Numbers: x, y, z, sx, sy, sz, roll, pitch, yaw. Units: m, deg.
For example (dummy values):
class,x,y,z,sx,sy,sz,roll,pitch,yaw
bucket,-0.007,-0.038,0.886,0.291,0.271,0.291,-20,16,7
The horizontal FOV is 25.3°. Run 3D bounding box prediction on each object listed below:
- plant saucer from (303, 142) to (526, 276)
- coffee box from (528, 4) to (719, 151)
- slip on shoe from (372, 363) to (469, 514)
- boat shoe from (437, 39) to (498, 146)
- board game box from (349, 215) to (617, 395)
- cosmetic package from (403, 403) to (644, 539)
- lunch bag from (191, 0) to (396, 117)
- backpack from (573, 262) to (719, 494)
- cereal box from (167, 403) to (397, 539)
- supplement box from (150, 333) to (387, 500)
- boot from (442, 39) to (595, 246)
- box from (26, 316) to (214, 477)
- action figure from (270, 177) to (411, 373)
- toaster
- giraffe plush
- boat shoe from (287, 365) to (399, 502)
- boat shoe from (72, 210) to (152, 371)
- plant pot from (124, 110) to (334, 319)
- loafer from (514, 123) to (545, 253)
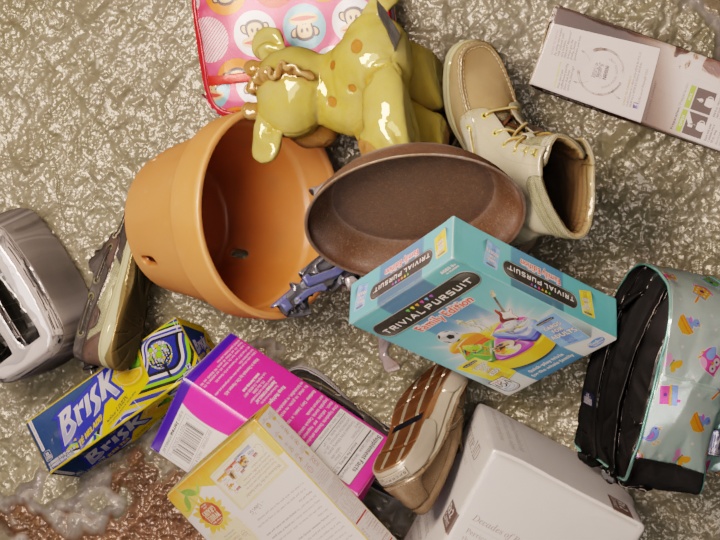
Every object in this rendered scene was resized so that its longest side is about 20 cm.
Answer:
class,x,y,z,sx,sy,sz,roll,pitch,yaw
plant saucer,0.048,-0.058,1.436,0.199,0.201,0.037,-10,58,10
coffee box,0.266,-0.179,1.515,0.199,0.113,0.080,20,98,7
slip on shoe,0.071,0.154,1.547,0.076,0.200,0.061,-31,107,29
boat shoe,0.066,-0.140,1.578,0.073,0.063,0.201,31,100,5
board game box,0.113,0.038,1.484,0.199,0.047,0.151,25,142,-29
cosmetic package,0.144,0.266,1.537,0.164,0.165,0.201,27,99,-6
lunch bag,-0.061,-0.222,1.587,0.199,0.082,0.177,-6,99,8
backpack,0.294,0.097,1.507,0.152,0.176,0.202,5,95,-8
cereal box,-0.067,0.239,1.495,0.200,0.040,0.144,47,121,-3
supplement box,-0.084,0.170,1.554,0.199,0.103,0.101,34,125,7
boot,0.146,-0.121,1.464,0.072,0.155,0.201,-16,94,-20
box,-0.239,0.132,1.646,0.199,0.070,0.065,-35,70,11
action figure,0.000,0.000,1.557,0.199,0.105,0.194,-32,104,-12
toaster,-0.350,0.034,1.632,0.113,0.129,0.201,-30,90,12
giraffe plush,-0.023,-0.157,1.479,0.161,0.173,0.201,-9,133,20
boat shoe,-0.003,0.169,1.617,0.200,0.066,0.070,42,100,4
boat shoe,-0.244,0.001,1.617,0.066,0.072,0.202,5,72,18
plant pot,-0.133,-0.052,1.559,0.139,0.199,0.202,-3,96,41
loafer,0.147,-0.046,1.572,0.062,0.072,0.202,2,93,2
